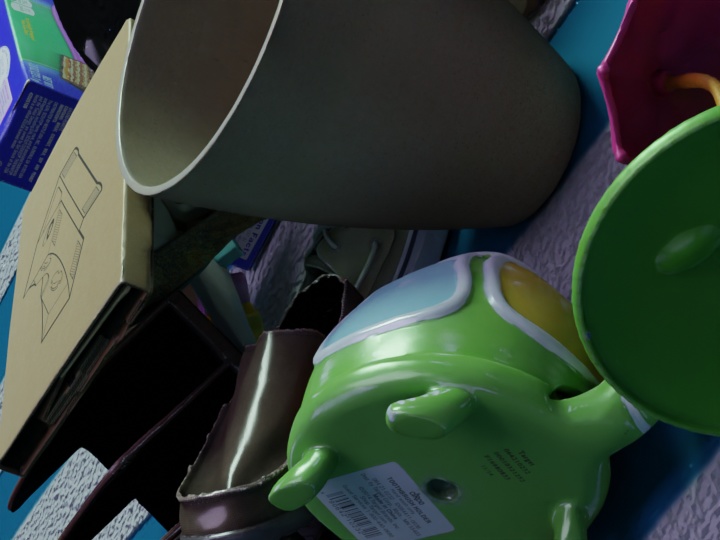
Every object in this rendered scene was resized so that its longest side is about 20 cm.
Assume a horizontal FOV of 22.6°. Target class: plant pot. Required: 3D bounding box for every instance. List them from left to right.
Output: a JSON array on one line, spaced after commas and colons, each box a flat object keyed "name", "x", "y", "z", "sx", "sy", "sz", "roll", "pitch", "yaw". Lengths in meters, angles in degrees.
[{"name": "plant pot", "x": 0.007, "y": -0.096, "z": 0.906, "sx": 0.187, "sy": 0.198, "sz": 0.189, "roll": -41, "pitch": 39, "yaw": 45}]

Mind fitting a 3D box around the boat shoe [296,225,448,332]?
[{"name": "boat shoe", "x": 0.000, "y": 0.000, "z": 1.007, "sx": 0.072, "sy": 0.062, "sz": 0.202, "roll": 2, "pitch": 75, "yaw": 62}]

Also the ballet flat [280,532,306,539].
[{"name": "ballet flat", "x": -0.008, "y": 0.189, "z": 0.830, "sx": 0.200, "sy": 0.068, "sz": 0.069, "roll": 43, "pitch": 143, "yaw": 35}]

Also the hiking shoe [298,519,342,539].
[{"name": "hiking shoe", "x": -0.018, "y": 0.129, "z": 0.970, "sx": 0.199, "sy": 0.075, "sz": 0.101, "roll": -23, "pitch": 40, "yaw": 49}]

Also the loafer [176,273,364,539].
[{"name": "loafer", "x": -0.044, "y": 0.066, "z": 0.889, "sx": 0.072, "sy": 0.072, "sz": 0.200, "roll": -12, "pitch": 23, "yaw": 24}]

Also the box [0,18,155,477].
[{"name": "box", "x": -0.153, "y": -0.013, "z": 0.973, "sx": 0.164, "sy": 0.021, "sz": 0.201, "roll": -52, "pitch": 31, "yaw": 37}]

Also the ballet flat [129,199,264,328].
[{"name": "ballet flat", "x": -0.091, "y": -0.040, "z": 0.998, "sx": 0.199, "sy": 0.071, "sz": 0.071, "roll": -34, "pitch": 32, "yaw": -2}]

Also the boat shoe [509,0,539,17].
[{"name": "boat shoe", "x": 0.026, "y": -0.151, "z": 1.043, "sx": 0.199, "sy": 0.071, "sz": 0.073, "roll": -24, "pitch": 52, "yaw": 55}]

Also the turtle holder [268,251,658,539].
[{"name": "turtle holder", "x": 0.052, "y": 0.052, "z": 0.800, "sx": 0.186, "sy": 0.140, "sz": 0.132, "roll": -55, "pitch": 13, "yaw": 45}]

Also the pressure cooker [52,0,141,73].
[{"name": "pressure cooker", "x": -0.080, "y": -0.207, "z": 1.144, "sx": 0.175, "sy": 0.199, "sz": 0.180, "roll": 32, "pitch": 129, "yaw": 31}]

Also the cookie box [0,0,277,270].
[{"name": "cookie box", "x": -0.160, "y": -0.101, "z": 1.218, "sx": 0.076, "sy": 0.199, "sz": 0.172, "roll": -58, "pitch": 31, "yaw": 20}]

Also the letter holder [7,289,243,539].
[{"name": "letter holder", "x": -0.140, "y": 0.128, "z": 1.004, "sx": 0.142, "sy": 0.101, "sz": 0.200, "roll": -43, "pitch": -5, "yaw": -35}]

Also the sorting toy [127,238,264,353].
[{"name": "sorting toy", "x": -0.098, "y": 0.050, "z": 1.097, "sx": 0.180, "sy": 0.106, "sz": 0.202, "roll": -130, "pitch": 32, "yaw": -49}]

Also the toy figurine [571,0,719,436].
[{"name": "toy figurine", "x": 0.165, "y": -0.064, "z": 0.700, "sx": 0.199, "sy": 0.150, "sz": 0.185, "roll": -33, "pitch": 32, "yaw": 19}]
